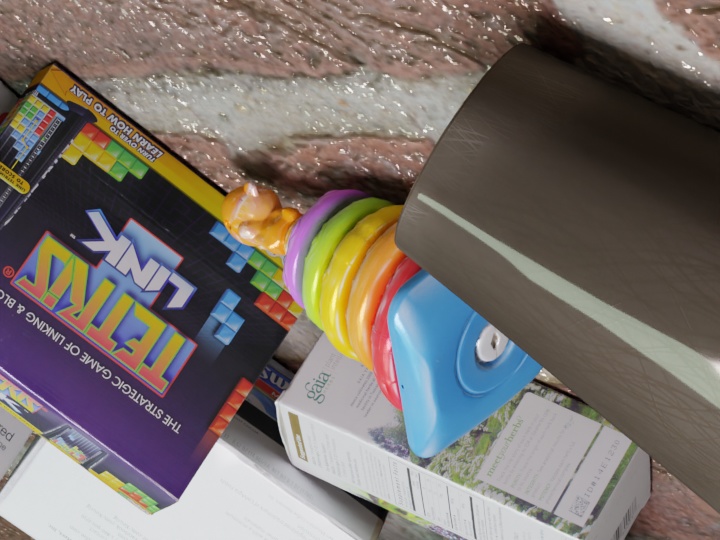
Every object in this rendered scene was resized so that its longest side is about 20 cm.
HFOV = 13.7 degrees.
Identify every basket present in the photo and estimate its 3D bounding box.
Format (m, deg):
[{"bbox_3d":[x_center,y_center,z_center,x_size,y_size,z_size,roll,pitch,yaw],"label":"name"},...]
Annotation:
[{"bbox_3d":[0.127,-0.004,1.369,0.200,0.136,0.180,33,135,11],"label":"basket"}]

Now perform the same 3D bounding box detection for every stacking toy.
[{"bbox_3d":[0.000,0.000,1.580,0.200,0.110,0.116,27,142,38],"label":"stacking toy"}]

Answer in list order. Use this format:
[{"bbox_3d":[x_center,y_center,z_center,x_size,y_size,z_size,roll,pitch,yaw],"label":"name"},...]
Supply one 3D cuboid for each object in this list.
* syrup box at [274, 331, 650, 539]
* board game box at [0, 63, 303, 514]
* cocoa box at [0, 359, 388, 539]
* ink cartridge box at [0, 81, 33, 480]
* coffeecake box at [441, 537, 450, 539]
[{"bbox_3d":[0.058,0.101,1.700,0.200,0.079,0.081,23,154,20],"label":"syrup box"},{"bbox_3d":[-0.145,0.011,1.672,0.200,0.165,0.057,37,155,-11],"label":"board game box"},{"bbox_3d":[-0.093,0.128,1.810,0.200,0.131,0.133,35,115,-5],"label":"cocoa box"},{"bbox_3d":[-0.231,0.010,1.732,0.146,0.200,0.084,44,150,-23],"label":"ink cartridge box"},{"bbox_3d":[0.064,0.241,1.773,0.073,0.154,0.200,39,-177,-14],"label":"coffeecake box"}]
